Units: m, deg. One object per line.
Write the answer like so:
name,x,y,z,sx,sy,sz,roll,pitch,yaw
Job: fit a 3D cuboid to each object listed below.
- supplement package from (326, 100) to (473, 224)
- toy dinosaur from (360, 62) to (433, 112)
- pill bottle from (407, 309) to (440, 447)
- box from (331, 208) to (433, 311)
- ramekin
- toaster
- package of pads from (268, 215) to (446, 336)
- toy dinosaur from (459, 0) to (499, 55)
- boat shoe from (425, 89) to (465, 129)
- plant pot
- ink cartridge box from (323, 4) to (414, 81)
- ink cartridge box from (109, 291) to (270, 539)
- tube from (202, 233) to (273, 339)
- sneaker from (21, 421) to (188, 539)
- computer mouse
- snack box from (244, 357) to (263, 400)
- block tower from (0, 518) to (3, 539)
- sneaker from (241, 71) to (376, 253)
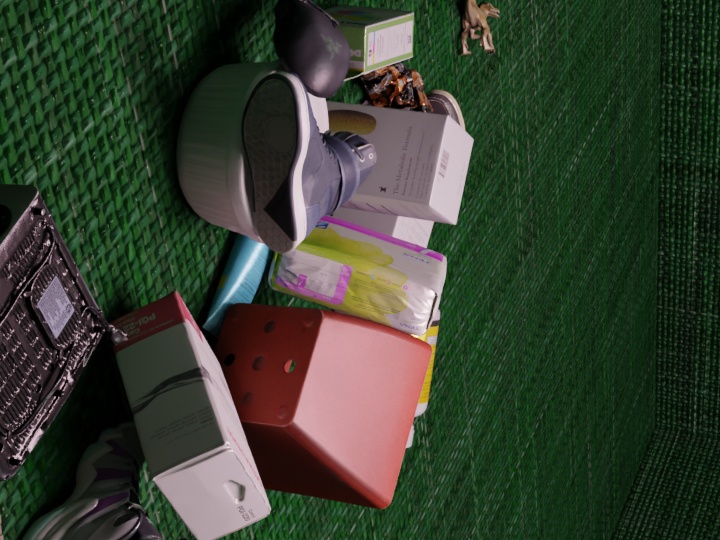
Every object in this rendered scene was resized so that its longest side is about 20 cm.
supplement package,0.018,-0.132,1.685,0.110,0.200,0.114,28,72,-67
toy dinosaur,0.060,-0.231,1.894,0.200,0.102,0.136,-2,84,-45
pill bottle,0.046,0.144,1.972,0.111,0.111,0.200,-4,102,-66
box,0.023,-0.040,1.864,0.124,0.097,0.200,47,57,-62
ramekin,-0.118,-0.132,1.504,0.202,0.094,0.203,9,90,-67
toaster,-0.303,0.051,1.113,0.200,0.118,0.181,73,36,-46
package of pads,0.000,0.000,1.648,0.155,0.200,0.068,-67,174,-71
toy dinosaur,0.174,-0.387,2.158,0.200,0.058,0.101,-7,90,-74
boat shoe,0.110,-0.166,2.054,0.065,0.072,0.200,-55,153,-54
plant pot,-0.066,0.133,1.565,0.176,0.199,0.200,40,60,-49
ink cartridge box,-0.021,-0.272,1.662,0.200,0.104,0.059,-34,129,-59
ink cartridge box,-0.169,0.146,1.377,0.146,0.085,0.200,68,-4,-51
tube,-0.126,-0.014,1.599,0.077,0.050,0.200,44,64,-59
sneaker,-0.220,0.237,1.349,0.078,0.140,0.200,77,32,-42
computer mouse,-0.053,-0.259,1.490,0.138,0.053,0.200,38,24,-32
snack box,-0.157,0.150,1.613,0.200,0.024,0.072,-57,147,-43
block tower,-0.340,0.249,1.189,0.058,0.054,0.200,-36,131,-60
sneaker,-0.049,-0.135,1.427,0.146,0.077,0.203,-40,145,-40
